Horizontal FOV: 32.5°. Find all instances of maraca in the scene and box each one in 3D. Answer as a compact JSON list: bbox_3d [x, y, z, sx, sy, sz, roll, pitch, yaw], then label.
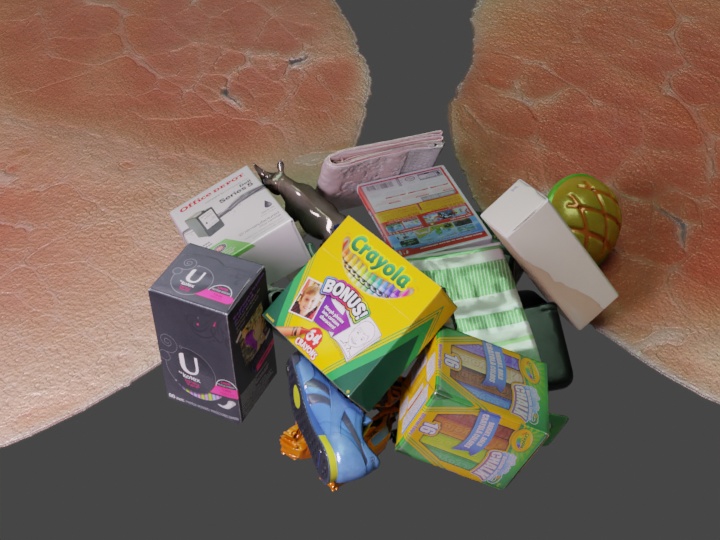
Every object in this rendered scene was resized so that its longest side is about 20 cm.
[{"bbox_3d":[0.315,-0.058,1.830,0.200,0.137,0.107,-47,13,-31],"label":"maraca"}]

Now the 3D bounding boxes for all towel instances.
[{"bbox_3d":[0.147,0.057,1.665,0.151,0.023,0.201,-9,58,-8],"label":"towel"},{"bbox_3d":[0.024,-0.146,1.902,0.189,0.200,0.033,-13,73,-13],"label":"towel"}]

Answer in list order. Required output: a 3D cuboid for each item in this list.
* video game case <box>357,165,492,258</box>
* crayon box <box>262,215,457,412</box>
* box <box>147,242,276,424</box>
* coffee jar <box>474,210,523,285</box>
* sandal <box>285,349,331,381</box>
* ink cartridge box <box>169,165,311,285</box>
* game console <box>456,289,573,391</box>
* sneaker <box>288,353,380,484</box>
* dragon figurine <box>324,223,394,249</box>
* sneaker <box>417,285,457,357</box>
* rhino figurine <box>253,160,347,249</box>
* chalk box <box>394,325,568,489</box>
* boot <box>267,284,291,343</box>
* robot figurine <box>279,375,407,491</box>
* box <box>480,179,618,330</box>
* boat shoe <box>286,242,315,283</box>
[{"bbox_3d":[0.091,-0.082,1.812,0.142,0.018,0.201,-14,39,-12],"label":"video game case"},{"bbox_3d":[-0.004,0.050,1.554,0.173,0.058,0.200,-50,48,-2],"label":"crayon box"},{"bbox_3d":[-0.191,0.084,1.627,0.121,0.201,0.106,15,43,21],"label":"box"},{"bbox_3d":[0.150,-0.044,1.843,0.198,0.086,0.104,14,42,20],"label":"coffee jar"},{"bbox_3d":[-0.008,0.101,1.686,0.200,0.048,0.076,-34,92,-18],"label":"sandal"},{"bbox_3d":[-0.181,-0.052,1.827,0.145,0.084,0.200,-31,37,-8],"label":"ink cartridge box"},{"bbox_3d":[0.175,0.105,1.722,0.198,0.117,0.178,-9,71,-7],"label":"game console"},{"bbox_3d":[-0.035,0.180,1.529,0.078,0.066,0.201,-10,43,-18],"label":"sneaker"},{"bbox_3d":[0.000,0.000,1.676,0.098,0.059,0.200,8,26,-12],"label":"dragon figurine"},{"bbox_3d":[0.034,0.092,1.614,0.199,0.080,0.074,-23,8,19],"label":"sneaker"},{"bbox_3d":[-0.085,-0.097,1.864,0.200,0.087,0.060,42,78,2],"label":"rhino figurine"},{"bbox_3d":[0.158,0.178,1.535,0.198,0.125,0.124,21,39,-10],"label":"chalk box"},{"bbox_3d":[-0.137,0.035,1.681,0.199,0.095,0.074,25,70,-14],"label":"boot"},{"bbox_3d":[0.000,0.192,1.600,0.144,0.059,0.200,30,51,31],"label":"robot figurine"},{"bbox_3d":[0.261,-0.021,1.706,0.078,0.200,0.095,-41,28,1],"label":"box"},{"bbox_3d":[-0.046,0.017,1.796,0.061,0.073,0.200,-28,42,-22],"label":"boat shoe"}]
